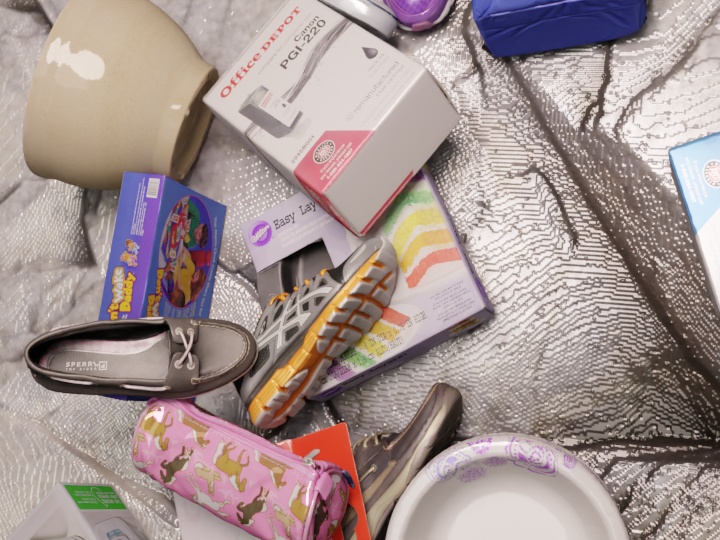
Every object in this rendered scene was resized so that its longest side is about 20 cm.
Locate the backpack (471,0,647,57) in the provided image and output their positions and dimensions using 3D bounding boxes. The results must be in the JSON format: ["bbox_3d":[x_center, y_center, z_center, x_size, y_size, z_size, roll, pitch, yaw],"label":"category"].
[{"bbox_3d":[0.170,-0.316,0.944,0.159,0.168,0.204,-4,76,11],"label":"backpack"}]

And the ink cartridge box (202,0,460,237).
[{"bbox_3d":[-0.030,-0.149,0.992,0.146,0.085,0.199,-49,50,-2],"label":"ink cartridge box"}]

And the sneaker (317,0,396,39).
[{"bbox_3d":[-0.032,-0.296,1.050,0.199,0.073,0.071,40,98,26],"label":"sneaker"}]

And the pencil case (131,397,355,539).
[{"bbox_3d":[-0.106,0.171,0.931,0.197,0.083,0.088,19,79,26],"label":"pencil case"}]

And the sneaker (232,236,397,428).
[{"bbox_3d":[-0.046,0.043,0.958,0.200,0.078,0.077,-48,62,5],"label":"sneaker"}]

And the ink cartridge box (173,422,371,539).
[{"bbox_3d":[-0.081,0.238,0.969,0.199,0.057,0.165,-26,72,42],"label":"ink cartridge box"}]

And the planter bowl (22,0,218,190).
[{"bbox_3d":[-0.218,-0.162,1.047,0.133,0.200,0.203,21,89,3],"label":"planter bowl"}]

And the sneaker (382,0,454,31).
[{"bbox_3d":[0.045,-0.331,1.029,0.079,0.088,0.204,-4,81,17],"label":"sneaker"}]

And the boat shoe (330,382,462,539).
[{"bbox_3d":[0.017,0.180,0.966,0.073,0.074,0.202,34,92,20],"label":"boat shoe"}]

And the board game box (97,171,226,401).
[{"bbox_3d":[-0.189,0.022,1.029,0.044,0.134,0.204,7,83,19],"label":"board game box"}]

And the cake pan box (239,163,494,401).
[{"bbox_3d":[0.000,0.000,1.013,0.198,0.052,0.187,-26,72,14],"label":"cake pan box"}]

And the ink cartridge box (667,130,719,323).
[{"bbox_3d":[0.367,-0.056,0.877,0.197,0.084,0.148,-18,76,15],"label":"ink cartridge box"}]

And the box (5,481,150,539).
[{"bbox_3d":[-0.277,0.336,1.029,0.200,0.097,0.177,-46,66,7],"label":"box"}]

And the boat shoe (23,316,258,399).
[{"bbox_3d":[-0.187,0.074,0.921,0.196,0.057,0.068,-4,75,2],"label":"boat shoe"}]

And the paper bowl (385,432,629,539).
[{"bbox_3d":[0.122,0.236,0.895,0.197,0.104,0.205,0,88,10],"label":"paper bowl"}]
